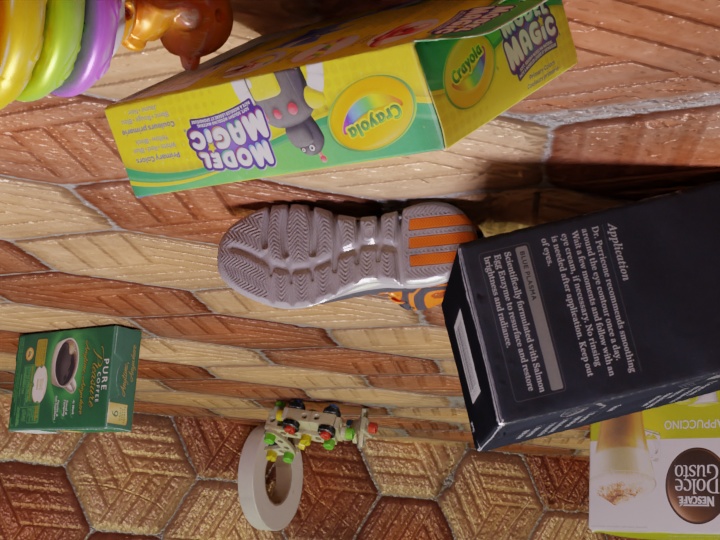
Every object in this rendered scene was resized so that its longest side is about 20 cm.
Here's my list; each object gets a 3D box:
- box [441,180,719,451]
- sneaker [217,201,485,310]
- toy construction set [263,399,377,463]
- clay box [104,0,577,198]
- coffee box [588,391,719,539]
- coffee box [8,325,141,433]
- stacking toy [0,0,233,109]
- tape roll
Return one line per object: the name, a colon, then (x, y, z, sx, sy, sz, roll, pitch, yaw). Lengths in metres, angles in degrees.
box: (0.163, 0.034, 0.945, 0.197, 0.119, 0.197, -13, 169, -3)
sneaker: (0.000, 0.000, 1.051, 0.197, 0.079, 0.112, 0, 167, 17)
toy construction set: (-0.073, 0.263, 2.334, 0.197, 0.093, 0.132, -6, 143, 9)
clay box: (0.001, -0.080, 0.604, 0.198, 0.048, 0.115, -4, -159, 39)
coffee box: (0.396, 0.206, 1.624, 0.198, 0.201, 0.198, 14, 165, -42)
coffee box: (-0.344, 0.134, 1.717, 0.198, 0.125, 0.044, -8, 163, 42)
stacking toy: (-0.135, -0.107, 0.570, 0.198, 0.118, 0.109, -5, -177, -40)
tape roll: (-0.171, 0.396, 2.747, 0.037, 0.206, 0.202, -2, 167, 25)
